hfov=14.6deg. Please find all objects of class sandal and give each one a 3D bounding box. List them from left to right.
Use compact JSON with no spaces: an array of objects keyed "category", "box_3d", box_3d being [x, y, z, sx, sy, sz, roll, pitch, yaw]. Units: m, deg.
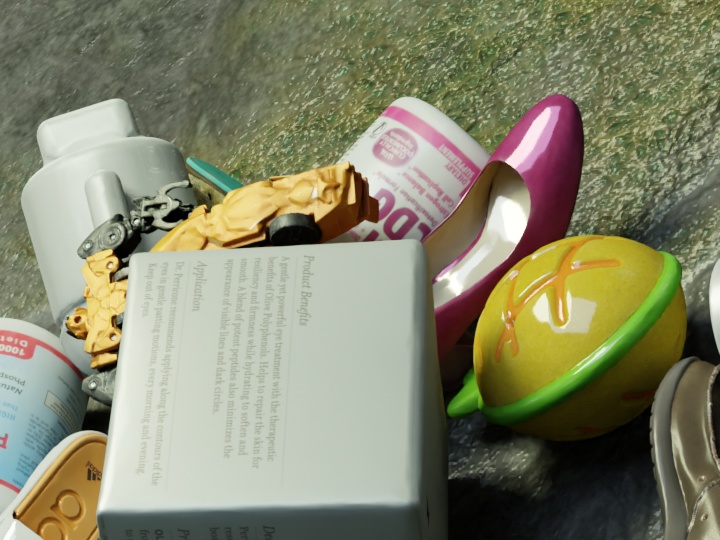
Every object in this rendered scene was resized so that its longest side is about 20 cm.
[{"category":"sandal","box_3d":[-0.194,0.174,1.739,0.059,0.079,0.207,-26,29,49]}]

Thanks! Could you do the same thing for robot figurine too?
[{"category":"robot figurine","box_3d":[-0.155,-0.009,1.858,0.112,0.170,0.201,-18,74,1]},{"category":"robot figurine","box_3d":[-0.083,0.012,1.676,0.199,0.058,0.146,-17,59,22]}]

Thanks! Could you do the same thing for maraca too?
[{"category":"maraca","box_3d":[0.116,0.040,1.611,0.137,0.107,0.200,-42,9,-20]}]

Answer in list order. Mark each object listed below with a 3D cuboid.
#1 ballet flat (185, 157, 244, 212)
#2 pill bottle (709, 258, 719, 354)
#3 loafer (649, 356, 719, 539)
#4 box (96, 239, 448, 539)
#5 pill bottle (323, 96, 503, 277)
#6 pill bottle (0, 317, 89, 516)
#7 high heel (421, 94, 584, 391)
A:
[{"category":"ballet flat","box_3d":[-0.073,-0.019,1.887,0.071,0.071,0.200,-48,36,-10]},{"category":"pill bottle","box_3d":[0.289,0.009,1.471,0.199,0.112,0.113,-16,42,31]},{"category":"loafer","box_3d":[0.196,0.129,1.477,0.071,0.073,0.201,-13,47,18]},{"category":"box","box_3d":[-0.040,0.121,1.540,0.170,0.201,0.200,-3,43,5]},{"category":"pill bottle","box_3d":[0.000,0.000,1.747,0.200,0.113,0.113,-48,36,-9]},{"category":"pill bottle","box_3d":[-0.246,0.137,1.832,0.108,0.109,0.201,-18,41,28]},{"category":"high heel","box_3d":[0.059,-0.020,1.667,0.067,0.096,0.201,44,111,39]}]
